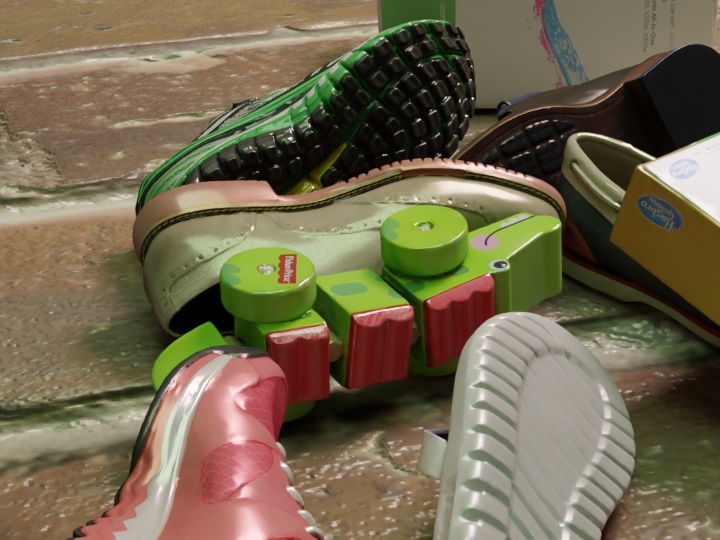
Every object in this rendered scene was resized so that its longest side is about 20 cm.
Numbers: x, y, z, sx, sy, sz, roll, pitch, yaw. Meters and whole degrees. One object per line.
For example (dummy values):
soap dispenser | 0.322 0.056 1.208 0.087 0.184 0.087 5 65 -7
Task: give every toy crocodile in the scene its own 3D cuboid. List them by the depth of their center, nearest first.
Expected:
toy crocodile | 0.004 0.023 0.780 0.200 0.068 0.062 -16 34 -26

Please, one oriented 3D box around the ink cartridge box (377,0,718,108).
ink cartridge box | 0.112 -0.160 1.161 0.200 0.088 0.145 -2 24 3

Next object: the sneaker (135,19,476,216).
sneaker | -0.028 -0.071 0.940 0.200 0.078 0.085 -30 30 -22

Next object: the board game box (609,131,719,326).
board game box | 0.224 0.008 0.759 0.153 0.040 0.200 -21 51 -39

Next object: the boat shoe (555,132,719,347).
boat shoe | 0.168 -0.008 0.849 0.071 0.063 0.200 -19 31 -39

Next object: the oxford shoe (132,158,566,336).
oxford shoe | 0.000 0.000 0.852 0.200 0.071 0.074 -7 45 -7

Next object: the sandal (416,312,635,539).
sandal | 0.049 0.078 0.668 0.050 0.082 0.203 -38 11 27

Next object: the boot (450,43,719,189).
boot | 0.096 -0.055 0.980 0.200 0.075 0.097 -25 8 -27

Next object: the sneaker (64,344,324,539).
sneaker | -0.044 0.098 0.632 0.087 0.074 0.200 17 30 6
